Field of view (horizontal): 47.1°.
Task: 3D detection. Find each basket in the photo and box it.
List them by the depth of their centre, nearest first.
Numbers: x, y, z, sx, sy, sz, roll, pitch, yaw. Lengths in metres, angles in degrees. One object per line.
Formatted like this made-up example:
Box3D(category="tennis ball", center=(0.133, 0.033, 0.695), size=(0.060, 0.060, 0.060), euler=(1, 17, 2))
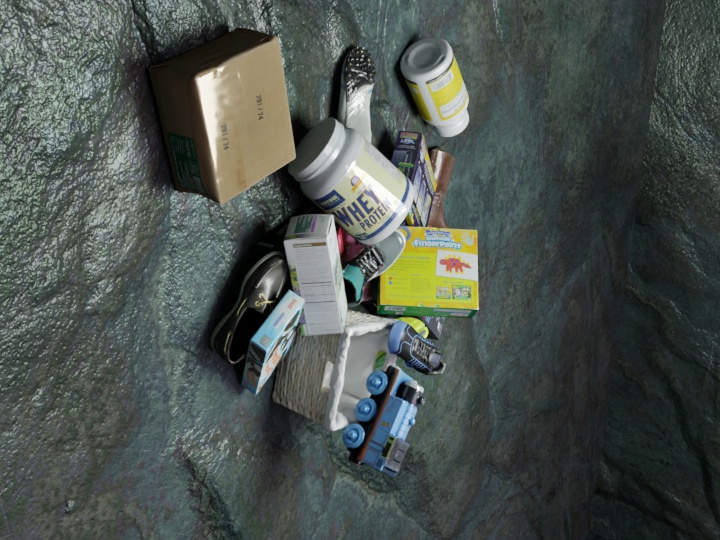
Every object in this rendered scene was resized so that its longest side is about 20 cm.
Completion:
Box3D(category="basket", center=(-0.043, 0.179, 1.604), size=(0.199, 0.159, 0.202), euler=(-2, 105, -55))

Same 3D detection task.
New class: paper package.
Box3D(category="paper package", center=(-0.201, -0.233, 1.240), size=(0.190, 0.102, 0.203), euler=(-38, 134, -40))

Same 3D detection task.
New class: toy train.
Box3D(category="toy train", center=(0.048, 0.278, 1.536), size=(0.202, 0.113, 0.087), euler=(-65, 148, -12))

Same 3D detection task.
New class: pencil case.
Box3D(category="pencil case", center=(-0.006, -0.038, 1.641), size=(0.085, 0.083, 0.204), euler=(3, 105, -16))

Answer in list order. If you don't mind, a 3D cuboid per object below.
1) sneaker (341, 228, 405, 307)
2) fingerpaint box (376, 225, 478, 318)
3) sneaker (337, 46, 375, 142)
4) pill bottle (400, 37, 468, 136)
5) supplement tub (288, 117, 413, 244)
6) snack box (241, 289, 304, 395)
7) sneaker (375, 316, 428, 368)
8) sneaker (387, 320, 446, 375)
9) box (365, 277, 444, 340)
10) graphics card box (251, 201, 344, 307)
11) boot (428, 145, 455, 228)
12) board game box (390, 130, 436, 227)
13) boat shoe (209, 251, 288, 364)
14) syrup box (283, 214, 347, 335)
Box3D(category="sneaker", center=(0.000, 0.000, 1.542), size=(0.084, 0.199, 0.121), euler=(50, 12, -12))
Box3D(category="fingerpaint box", center=(0.133, 0.003, 1.656), size=(0.073, 0.196, 0.170), euler=(105, -13, -71))
Box3D(category="sneaker", center=(-0.014, -0.313, 1.537), size=(0.071, 0.072, 0.204), euler=(3, 90, -28))
Box3D(category="pill bottle", center=(0.162, -0.374, 1.720), size=(0.112, 0.110, 0.201), euler=(-60, 145, -20))
Box3D(category="supplement tub", center=(-0.017, -0.158, 1.464), size=(0.199, 0.144, 0.146), euler=(39, 69, -27))
Box3D(category="snack box", center=(-0.155, 0.129, 1.439), size=(0.117, 0.037, 0.201), euler=(-54, 173, -30))
Box3D(category="sneaker", center=(0.053, 0.157, 1.759), size=(0.075, 0.198, 0.083), euler=(65, 15, 10))
Box3D(category="sneaker", center=(0.114, 0.155, 1.620), size=(0.071, 0.077, 0.200), euler=(-69, 155, -13))
Box3D(category="box", center=(0.101, 0.059, 1.794), size=(0.200, 0.120, 0.108), euler=(47, 55, -54))
Box3D(category="graphics card box", center=(-0.109, -0.036, 1.512), size=(0.200, 0.050, 0.127), euler=(-40, 135, -40))
Box3D(category="boot", center=(0.192, -0.176, 1.904), size=(0.185, 0.063, 0.204), euler=(12, 89, -59))
Box3D(category="board game box", center=(0.103, -0.163, 1.712), size=(0.201, 0.056, 0.168), euler=(63, 37, -61))
Box3D(category="boat shoe", center=(-0.177, 0.065, 1.397), size=(0.071, 0.060, 0.203), euler=(30, 93, -43))
Box3D(category="syrup box", center=(-0.076, 0.009, 1.441), size=(0.079, 0.080, 0.203), euler=(-82, 165, -56))
